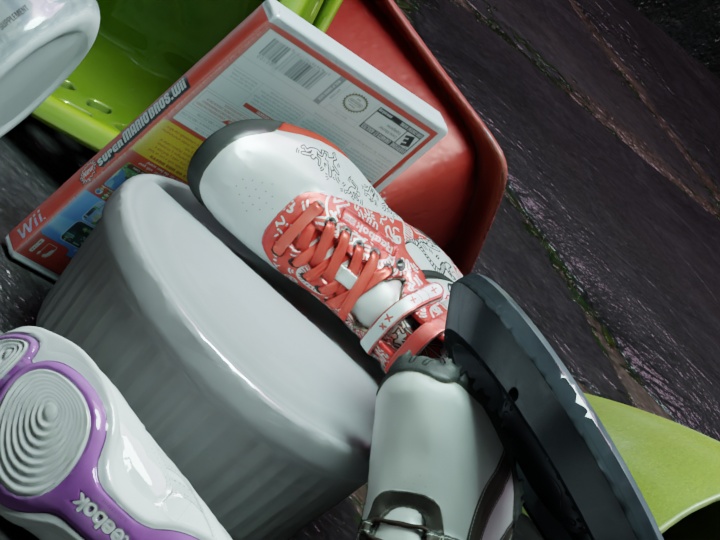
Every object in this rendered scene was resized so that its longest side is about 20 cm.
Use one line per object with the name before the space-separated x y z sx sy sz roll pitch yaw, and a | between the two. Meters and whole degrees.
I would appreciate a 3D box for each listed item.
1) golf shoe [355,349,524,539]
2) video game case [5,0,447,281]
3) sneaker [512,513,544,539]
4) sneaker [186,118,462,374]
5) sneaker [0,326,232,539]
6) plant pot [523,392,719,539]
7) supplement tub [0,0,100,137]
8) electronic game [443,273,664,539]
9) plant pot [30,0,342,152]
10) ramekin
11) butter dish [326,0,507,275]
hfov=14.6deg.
golf shoe | 0.027 0.141 1.336 0.078 0.200 0.094 5 17 30
video game case | -0.070 -0.046 1.495 0.143 0.200 0.017 31 26 -42
sneaker | 0.074 0.189 1.458 0.200 0.078 0.079 65 -7 -26
sneaker | 0.001 0.000 1.461 0.201 0.067 0.108 36 14 -43
sneaker | -0.110 0.113 1.265 0.200 0.075 0.100 52 -2 22
plant pot | 0.152 0.155 1.643 0.187 0.187 0.200 32 8 -40
supplement tub | -0.245 -0.169 1.508 0.200 0.123 0.123 47 15 7
electronic game | 0.099 0.090 1.368 0.200 0.042 0.200 58 -8 13
plant pot | -0.115 -0.171 1.669 0.199 0.200 0.181 30 6 9
ramekin | -0.076 0.053 1.426 0.202 0.094 0.202 41 16 -15
butter dish | -0.019 -0.071 1.832 0.200 0.148 0.200 56 -24 19
